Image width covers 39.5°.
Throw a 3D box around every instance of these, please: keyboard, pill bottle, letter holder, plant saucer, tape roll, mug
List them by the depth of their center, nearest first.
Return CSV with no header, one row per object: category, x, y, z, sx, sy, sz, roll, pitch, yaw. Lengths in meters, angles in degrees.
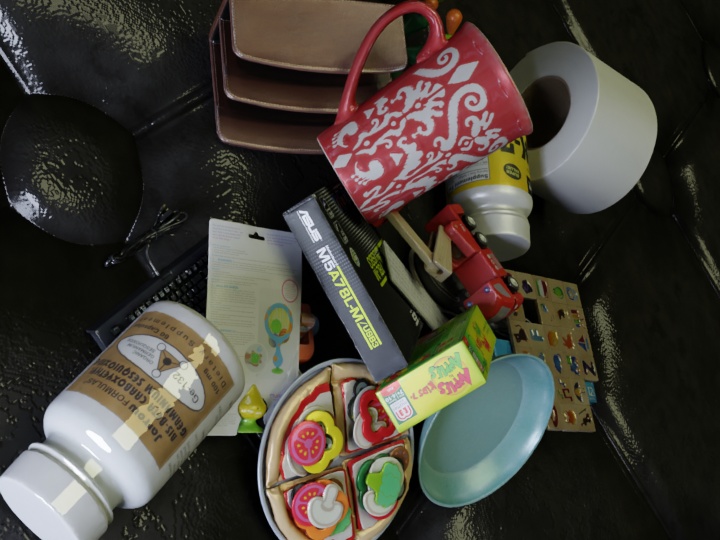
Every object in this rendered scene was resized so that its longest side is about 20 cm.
pill bottle,-0.195,0.129,0.830,0.115,0.114,0.200,51,53,-14
keyboard,-0.185,0.013,0.966,0.128,0.020,0.200,56,43,-11
mug,0.053,-0.166,1.058,0.179,0.198,0.133,58,4,14
letter holder,-0.055,-0.210,1.090,0.197,0.100,0.145,0,73,-22
plant saucer,0.135,0.174,1.132,0.198,0.036,0.203,-20,127,-28
keyboard,0.072,0.038,1.152,0.200,0.011,0.057,48,18,-49
pill bottle,0.164,-0.121,1.302,0.113,0.114,0.203,16,62,-39
tape roll,0.291,-0.196,1.396,0.138,0.201,0.206,21,59,-36

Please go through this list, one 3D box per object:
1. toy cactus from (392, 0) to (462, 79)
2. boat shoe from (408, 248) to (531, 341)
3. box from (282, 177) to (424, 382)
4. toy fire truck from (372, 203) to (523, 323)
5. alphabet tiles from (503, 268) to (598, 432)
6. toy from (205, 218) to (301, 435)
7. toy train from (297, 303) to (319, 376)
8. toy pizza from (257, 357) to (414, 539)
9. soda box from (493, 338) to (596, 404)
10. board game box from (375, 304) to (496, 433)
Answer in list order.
toy cactus,0.069,-0.274,1.250,0.102,0.163,0.203,-37,139,-52
boat shoe,0.142,0.030,1.249,0.200,0.062,0.073,43,48,-23
box,0.000,0.000,1.072,0.195,0.047,0.200,59,14,-4
toy fire truck,0.096,-0.024,1.154,0.140,0.049,0.202,-11,64,-57
alphabet tiles,0.244,0.102,1.261,0.165,0.007,0.203,11,63,-42
toy,-0.114,0.060,0.986,0.114,0.047,0.204,9,76,-44
toy train,-0.014,0.098,1.071,0.198,0.055,0.153,14,63,-40
toy pizza,-0.015,0.190,1.002,0.198,0.031,0.204,-1,92,-39
soda box,0.211,0.136,1.267,0.198,0.067,0.065,12,63,-41
board game box,0.084,0.098,1.048,0.048,0.101,0.200,57,13,-1
